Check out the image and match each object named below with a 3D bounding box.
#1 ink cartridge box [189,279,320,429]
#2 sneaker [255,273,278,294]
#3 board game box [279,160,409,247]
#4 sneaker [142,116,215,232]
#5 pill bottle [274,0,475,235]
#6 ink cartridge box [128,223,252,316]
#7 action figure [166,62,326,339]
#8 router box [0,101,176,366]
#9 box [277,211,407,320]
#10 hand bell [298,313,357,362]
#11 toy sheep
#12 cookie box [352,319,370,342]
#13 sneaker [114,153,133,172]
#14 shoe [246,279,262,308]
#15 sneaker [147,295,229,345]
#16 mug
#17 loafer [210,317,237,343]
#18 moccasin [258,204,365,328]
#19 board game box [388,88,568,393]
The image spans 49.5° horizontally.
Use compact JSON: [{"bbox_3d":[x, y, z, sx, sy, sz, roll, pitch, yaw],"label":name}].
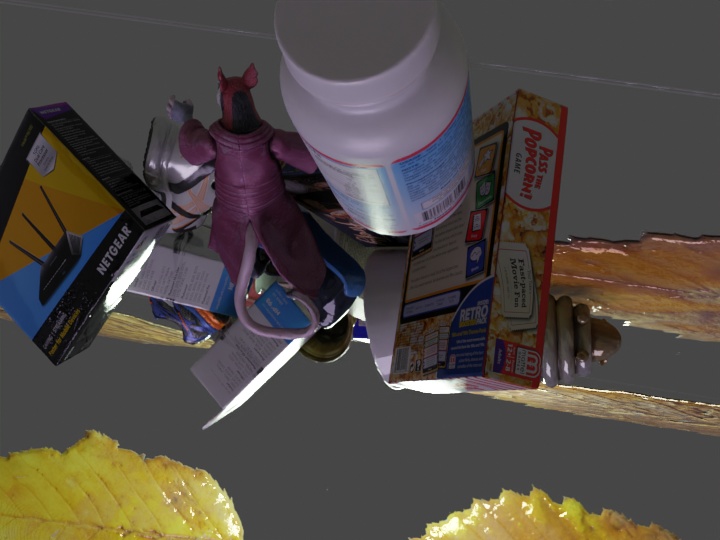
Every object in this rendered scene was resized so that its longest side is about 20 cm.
[{"bbox_3d":[-0.126,0.094,0.951,0.067,0.200,0.116,48,-164,6],"label":"ink cartridge box"},{"bbox_3d":[-0.102,0.013,1.064,0.074,0.088,0.200,5,166,20],"label":"sneaker"},{"bbox_3d":[0.015,-0.069,0.758,0.134,0.035,0.199,1,164,32],"label":"board game box"},{"bbox_3d":[-0.159,-0.080,0.762,0.079,0.075,0.200,9,167,-5],"label":"sneaker"},{"bbox_3d":[0.013,-0.101,0.473,0.107,0.110,0.200,7,166,12],"label":"pill bottle"},{"bbox_3d":[-0.235,-0.019,0.938,0.198,0.067,0.116,16,-161,-23],"label":"ink cartridge box"},{"bbox_3d":[-0.094,-0.064,0.617,0.132,0.150,0.202,-1,133,5],"label":"action figure"},{"bbox_3d":[-0.278,-0.029,0.726,0.149,0.200,0.051,45,-149,5],"label":"router box"},{"bbox_3d":[0.000,0.000,0.927,0.077,0.096,0.199,-2,161,36],"label":"box"},{"bbox_3d":[-0.011,0.045,1.082,0.103,0.106,0.200,2,-166,27],"label":"hand bell"},{"bbox_3d":[0.250,0.095,1.058,0.197,0.140,0.138,1,165,17],"label":"toy sheep"},{"bbox_3d":[0.108,0.090,1.227,0.169,0.076,0.199,1,169,30],"label":"cookie box"},{"bbox_3d":[-0.324,-0.038,0.826,0.128,0.202,0.079,17,-164,14],"label":"sneaker"},{"bbox_3d":[-0.184,0.009,1.137,0.090,0.072,0.199,3,161,47],"label":"shoe"},{"bbox_3d":[-0.290,0.033,1.152,0.200,0.079,0.075,43,-171,3],"label":"sneaker"},{"bbox_3d":[0.098,0.025,0.838,0.151,0.189,0.150,-11,143,20],"label":"mug"},{"bbox_3d":[-0.224,0.064,1.234,0.062,0.072,0.201,27,-161,-27],"label":"loafer"},{"bbox_3d":[-0.077,-0.023,0.748,0.080,0.069,0.200,11,-153,-43],"label":"moccasin"},{"bbox_3d":[0.084,-0.013,0.588,0.046,0.203,0.151,14,167,-20],"label":"board game box"}]
